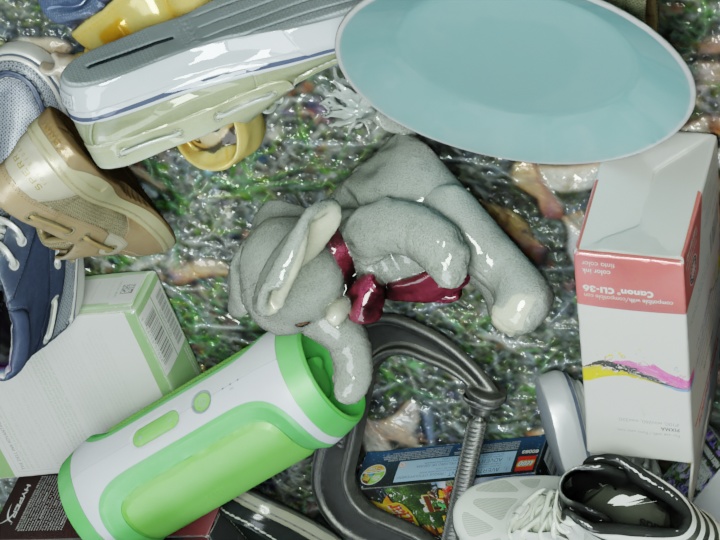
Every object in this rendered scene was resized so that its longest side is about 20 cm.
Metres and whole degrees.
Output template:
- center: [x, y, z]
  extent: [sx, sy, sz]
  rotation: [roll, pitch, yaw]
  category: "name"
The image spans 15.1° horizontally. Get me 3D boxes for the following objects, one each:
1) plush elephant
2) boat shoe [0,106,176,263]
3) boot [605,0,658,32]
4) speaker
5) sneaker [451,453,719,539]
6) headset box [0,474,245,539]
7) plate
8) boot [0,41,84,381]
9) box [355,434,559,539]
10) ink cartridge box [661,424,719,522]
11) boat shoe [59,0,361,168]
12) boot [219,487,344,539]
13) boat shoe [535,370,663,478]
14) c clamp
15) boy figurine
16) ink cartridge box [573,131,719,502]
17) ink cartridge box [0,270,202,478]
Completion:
- center: [0.000, 0.000, 1.590]
  extent: [0.155, 0.165, 0.200]
  rotation: [-40, 95, 0]
  category: "plush elephant"
- center: [-0.170, -0.042, 1.632]
  extent: [0.064, 0.071, 0.200]
  rotation: [-39, 159, 3]
  category: "boat shoe"
- center: [0.083, -0.194, 1.446]
  extent: [0.154, 0.072, 0.201]
  rotation: [6, 140, 18]
  category: "boot"
- center: [-0.096, 0.109, 1.744]
  extent: [0.199, 0.089, 0.089]
  rotation: [-30, 116, 22]
  category: "speaker"
- center: [0.126, 0.137, 1.611]
  extent: [0.200, 0.076, 0.115]
  rotation: [7, 150, 36]
  category: "sneaker"
- center: [-0.140, 0.214, 1.911]
  extent: [0.199, 0.077, 0.149]
  rotation: [-5, 129, 24]
  category: "headset box"
- center: [0.085, -0.115, 1.477]
  extent: [0.199, 0.026, 0.200]
  rotation: [9, 156, 4]
  category: "plate"
- center: [-0.212, -0.034, 1.673]
  extent: [0.072, 0.090, 0.201]
  rotation: [5, 118, 17]
  category: "boot"
- center: [0.096, 0.200, 1.832]
  extent: [0.136, 0.038, 0.201]
  rotation: [-8, 127, 27]
  category: "box"
- center: [0.199, 0.206, 1.708]
  extent: [0.109, 0.050, 0.200]
  rotation: [33, 102, -26]
  category: "ink cartridge box"
- center: [-0.072, -0.116, 1.545]
  extent: [0.199, 0.072, 0.062]
  rotation: [-17, 123, 0]
  category: "boat shoe"
- center: [-0.057, 0.247, 1.829]
  extent: [0.073, 0.154, 0.204]
  rotation: [25, 165, 46]
  category: "boot"
- center: [0.167, 0.141, 1.739]
  extent: [0.065, 0.074, 0.201]
  rotation: [-22, 120, 0]
  category: "boat shoe"
- center: [0.047, 0.128, 1.752]
  extent: [0.170, 0.027, 0.201]
  rotation: [18, 118, 24]
  category: "c clamp"
- center: [-0.134, -0.136, 1.592]
  extent: [0.124, 0.065, 0.200]
  rotation: [-29, 114, 28]
  category: "boy figurine"
- center: [0.171, 0.030, 1.588]
  extent: [0.067, 0.117, 0.201]
  rotation: [5, 132, 15]
  category: "ink cartridge box"
- center: [-0.207, 0.074, 1.827]
  extent: [0.199, 0.048, 0.146]
  rotation: [-4, 130, 24]
  category: "ink cartridge box"
